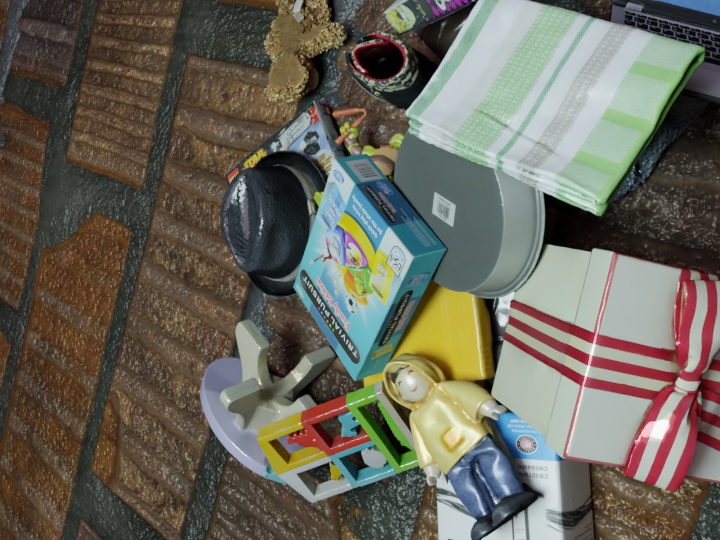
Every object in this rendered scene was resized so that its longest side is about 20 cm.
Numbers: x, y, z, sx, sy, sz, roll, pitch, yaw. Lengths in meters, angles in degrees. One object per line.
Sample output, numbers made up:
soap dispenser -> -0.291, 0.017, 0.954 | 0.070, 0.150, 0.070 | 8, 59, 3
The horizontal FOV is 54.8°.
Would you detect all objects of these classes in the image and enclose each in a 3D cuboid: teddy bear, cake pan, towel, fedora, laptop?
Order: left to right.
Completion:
fedora -> -0.129, -0.065, 0.926 | 0.200, 0.091, 0.202 | -2, 87, 38
teddy bear -> -0.082, -0.333, 0.989 | 0.144, 0.067, 0.201 | -18, 69, 26
cake pan -> 0.095, -0.066, 0.674 | 0.200, 0.037, 0.201 | 36, 134, 50
towel -> 0.144, -0.146, 0.559 | 0.200, 0.031, 0.150 | 32, 91, 37
laptop -> 0.320, -0.238, 0.583 | 0.186, 0.201, 0.116 | 17, 137, 7

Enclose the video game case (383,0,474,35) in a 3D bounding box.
video game case -> 0.130, -0.328, 0.701 | 0.200, 0.036, 0.181 | -45, 20, -7

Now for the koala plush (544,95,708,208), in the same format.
koala plush -> 0.199, -0.155, 0.664 | 0.177, 0.199, 0.184 | 39, 110, 32

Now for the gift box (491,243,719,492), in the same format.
gift box -> 0.247, 0.067, 0.599 | 0.187, 0.199, 0.186 | -144, 61, -78

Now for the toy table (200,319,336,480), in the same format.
toy table -> -0.122, 0.165, 0.913 | 0.200, 0.184, 0.117 | 40, 127, 14

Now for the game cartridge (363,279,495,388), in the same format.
game cartridge -> 0.066, 0.038, 0.794 | 0.176, 0.032, 0.201 | -12, 82, 42

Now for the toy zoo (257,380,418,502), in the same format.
toy zoo -> -0.032, 0.216, 0.838 | 0.199, 0.132, 0.021 | -23, 30, 16

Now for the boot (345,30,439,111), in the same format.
boot -> 0.028, -0.246, 0.829 | 0.203, 0.153, 0.074 | 37, 104, 34

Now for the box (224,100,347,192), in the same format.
box -> -0.103, -0.127, 0.995 | 0.200, 0.040, 0.138 | -31, 70, 32

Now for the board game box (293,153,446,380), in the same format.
board game box -> 0.000, 0.000, 0.764 | 0.151, 0.047, 0.201 | 54, 140, 30

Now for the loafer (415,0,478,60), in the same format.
loafer -> 0.159, -0.306, 0.797 | 0.200, 0.073, 0.071 | -29, 82, 35

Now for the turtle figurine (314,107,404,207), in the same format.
turtle figurine -> 0.015, -0.125, 0.863 | 0.199, 0.065, 0.161 | 27, 59, 23

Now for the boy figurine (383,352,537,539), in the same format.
boy figurine -> 0.095, 0.161, 0.702 | 0.124, 0.064, 0.201 | -49, 61, 32

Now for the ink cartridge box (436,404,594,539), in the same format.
ink cartridge box -> 0.161, 0.247, 0.735 | 0.145, 0.084, 0.201 | -7, 81, 37

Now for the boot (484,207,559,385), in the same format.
boot -> 0.184, 0.031, 0.753 | 0.181, 0.072, 0.201 | 19, 92, 35
